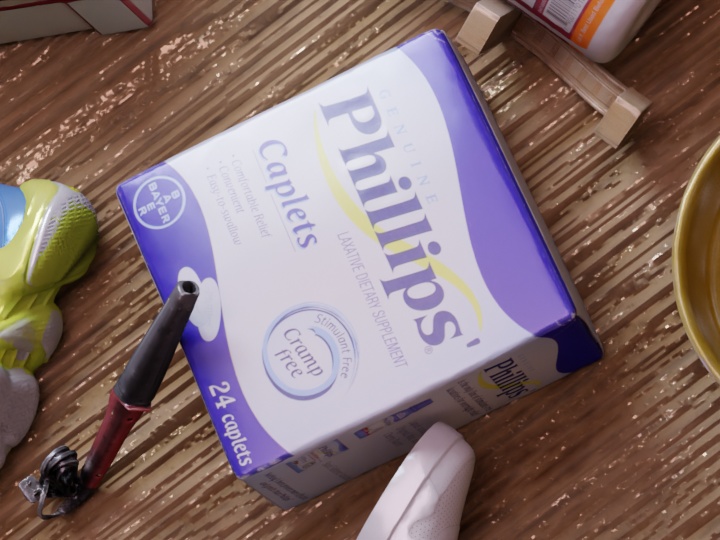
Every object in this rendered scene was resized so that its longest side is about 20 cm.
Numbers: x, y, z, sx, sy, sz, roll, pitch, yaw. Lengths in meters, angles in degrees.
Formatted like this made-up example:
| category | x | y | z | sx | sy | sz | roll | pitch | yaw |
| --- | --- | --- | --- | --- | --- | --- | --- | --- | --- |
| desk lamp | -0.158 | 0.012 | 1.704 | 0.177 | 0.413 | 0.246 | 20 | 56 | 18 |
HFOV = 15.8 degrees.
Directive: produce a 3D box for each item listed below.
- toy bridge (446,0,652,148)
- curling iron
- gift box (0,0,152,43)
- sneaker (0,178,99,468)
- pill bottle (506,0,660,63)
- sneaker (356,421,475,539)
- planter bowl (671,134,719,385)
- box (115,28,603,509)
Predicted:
| category | x | y | z | sx | sy | sz | roll | pitch | yaw |
| --- | --- | --- | --- | --- | --- | --- | --- | --- | --- |
| toy bridge | 0.072 | -0.137 | 1.423 | 0.200 | 0.067 | 0.027 | 34 | 112 | 9 |
| curling iron | -0.128 | 0.073 | 1.376 | 0.026 | 0.050 | 0.200 | 50 | 131 | 14 |
| gift box | -0.214 | -0.244 | 1.469 | 0.186 | 0.185 | 0.201 | -7 | 80 | 15 |
| sneaker | -0.227 | 0.036 | 1.461 | 0.105 | 0.076 | 0.200 | 18 | 73 | 30 |
| pill bottle | 0.083 | -0.210 | 1.399 | 0.200 | 0.110 | 0.110 | 36 | 86 | 5 |
| sneaker | 0.042 | 0.189 | 1.346 | 0.115 | 0.074 | 0.200 | 25 | 92 | 18 |
| planter bowl | 0.264 | 0.002 | 1.330 | 0.200 | 0.083 | 0.201 | -4 | 74 | 13 |
| box | 0.000 | 0.000 | 1.387 | 0.200 | 0.105 | 0.184 | -26 | 71 | 5 |
